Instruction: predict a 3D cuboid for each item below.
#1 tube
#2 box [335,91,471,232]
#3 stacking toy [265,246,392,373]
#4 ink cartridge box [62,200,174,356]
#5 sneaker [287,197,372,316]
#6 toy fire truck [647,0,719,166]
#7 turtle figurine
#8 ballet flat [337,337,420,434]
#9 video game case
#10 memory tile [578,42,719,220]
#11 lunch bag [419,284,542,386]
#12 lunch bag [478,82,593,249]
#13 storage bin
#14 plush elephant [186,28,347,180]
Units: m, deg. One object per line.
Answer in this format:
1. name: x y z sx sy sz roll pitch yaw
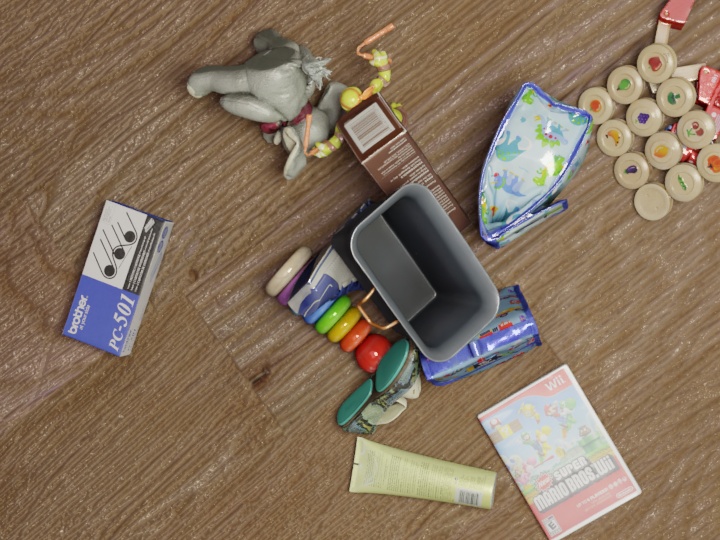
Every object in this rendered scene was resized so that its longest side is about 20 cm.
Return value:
1. tube: 0.086 0.282 1.494 0.198 0.052 0.058 8 50 10
2. box: 0.058 -0.124 1.408 0.075 0.200 0.100 -35 45 5
3. stacking toy: -0.032 0.061 1.494 0.200 0.085 0.085 42 95 -2
4. ink cartridge box: -0.342 0.011 1.543 0.093 0.044 0.202 19 93 8
5. sneaker: 0.000 0.000 1.450 0.115 0.200 0.081 42 140 -6
6. toy fire truck: 0.433 -0.252 1.442 0.140 0.049 0.201 25 95 8
7. turtle figurine: 0.013 -0.215 1.435 0.064 0.161 0.201 33 93 23
8. ballet flat: 0.042 0.157 1.452 0.074 0.074 0.200 46 135 5
9. video game case: 0.270 0.249 1.483 0.142 0.017 0.201 -31 87 7
10. memory tile: 0.385 -0.179 1.428 0.153 0.017 0.201 -33 85 38
11. lunch bag: 0.152 0.088 1.404 0.150 0.200 0.095 -22 87 7
12. lunch bag: 0.215 -0.122 1.409 0.127 0.170 0.201 30 94 11
13. storage bin: 0.049 0.007 1.340 0.145 0.134 0.201 -41 105 -15
14. plush elephant: -0.100 -0.219 1.470 0.199 0.165 0.156 15 134 37
